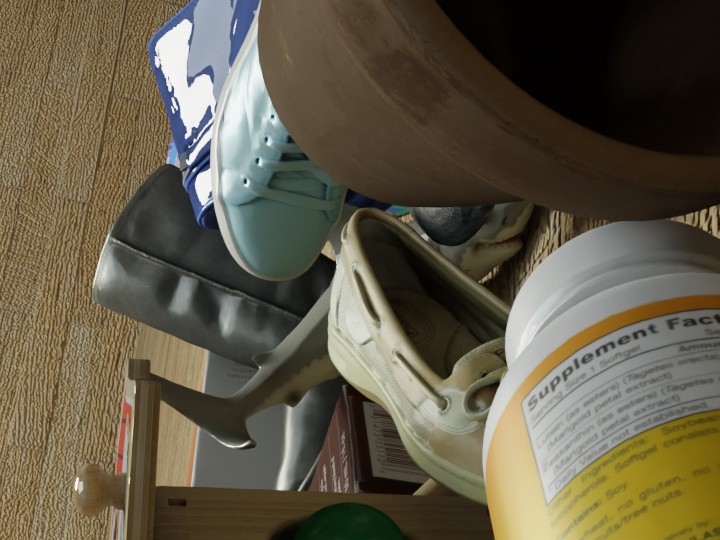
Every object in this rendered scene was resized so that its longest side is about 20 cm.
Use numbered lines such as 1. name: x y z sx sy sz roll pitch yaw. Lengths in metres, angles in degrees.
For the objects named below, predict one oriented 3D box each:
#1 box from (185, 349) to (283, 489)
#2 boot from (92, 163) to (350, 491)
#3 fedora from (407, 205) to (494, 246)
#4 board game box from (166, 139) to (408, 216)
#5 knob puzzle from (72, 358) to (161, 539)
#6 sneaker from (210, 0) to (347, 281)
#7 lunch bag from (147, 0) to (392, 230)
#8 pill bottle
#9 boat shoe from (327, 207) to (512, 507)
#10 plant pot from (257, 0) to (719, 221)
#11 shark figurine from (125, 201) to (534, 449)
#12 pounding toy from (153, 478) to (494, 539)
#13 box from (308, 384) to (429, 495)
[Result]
1. box: -0.056 0.123 1.086 0.153 0.106 0.201 106 170 -53
2. boot: -0.074 0.045 1.000 0.183 0.199 0.073 -62 -15 -20
3. fedora: 0.075 -0.108 0.752 0.200 0.091 0.202 -174 90 -75
4. board game box: -0.053 -0.067 1.190 0.200 0.151 0.045 161 120 -77
5. knob puzzle: -0.106 0.135 0.694 0.220 0.030 0.221 -177 90 -81
6. sneaker: -0.025 -0.080 0.787 0.082 0.073 0.201 -112 31 -66
7. lunch bag: -0.019 -0.094 0.933 0.200 0.135 0.133 -37 62 40
8. pill bottle: 0.092 0.071 0.451 0.200 0.110 0.112 -97 22 -58
9. boat shoe: 0.045 0.035 0.690 0.201 0.073 0.064 -139 43 -57
10. plant pot: 0.047 -0.095 0.554 0.174 0.199 0.202 -31 47 60
11. shark figurine: -0.015 0.012 0.889 0.214 0.090 0.128 -34 -4 -5
12. pounding toy: 0.001 0.155 0.697 0.142 0.183 0.201 -119 33 -72
13. box: 0.000 0.171 0.896 0.100 0.074 0.201 -99 22 -61
